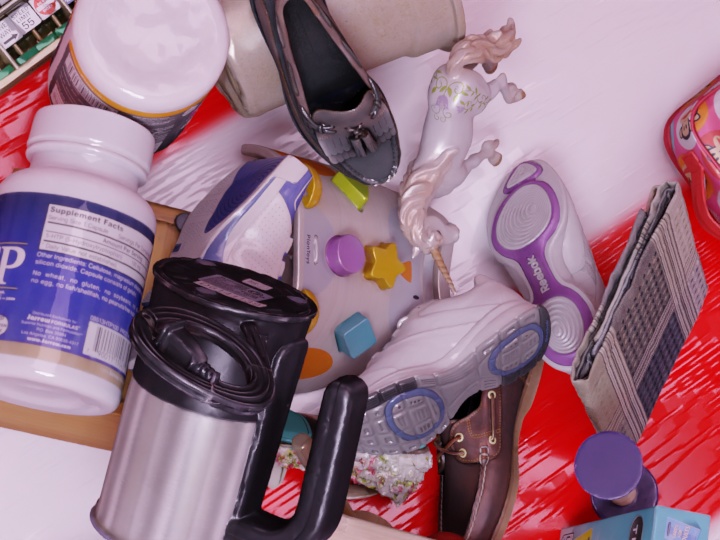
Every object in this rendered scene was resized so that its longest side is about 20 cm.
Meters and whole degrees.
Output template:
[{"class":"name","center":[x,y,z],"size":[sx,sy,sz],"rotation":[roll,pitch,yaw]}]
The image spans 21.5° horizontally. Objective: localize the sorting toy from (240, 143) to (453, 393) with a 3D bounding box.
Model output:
[{"class":"sorting toy","center":[0.000,0.000,1.522],"size":[0.179,0.107,0.201],"rotation":[9,75,-35]}]

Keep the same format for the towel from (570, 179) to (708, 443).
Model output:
[{"class":"towel","center":[0.222,0.045,1.531],"size":[0.034,0.200,0.193],"rotation":[19,70,25]}]

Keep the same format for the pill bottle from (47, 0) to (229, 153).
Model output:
[{"class":"pill bottle","center":[-0.174,-0.150,1.430],"size":[0.116,0.200,0.117],"rotation":[3,77,-16]}]

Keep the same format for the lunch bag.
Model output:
[{"class":"lunch bag","center":[0.362,-0.082,1.644],"size":[0.176,0.082,0.200],"rotation":[-35,90,-20]}]

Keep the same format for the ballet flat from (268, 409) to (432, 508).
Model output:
[{"class":"ballet flat","center":[-0.042,0.145,1.481],"size":[0.199,0.076,0.064],"rotation":[13,108,-9]}]

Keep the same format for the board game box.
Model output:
[{"class":"board game box","center":[0.198,0.267,1.453],"size":[0.047,0.200,0.152],"rotation":[12,74,-12]}]

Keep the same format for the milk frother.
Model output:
[{"class":"milk frother","center":[-0.114,0.107,1.256],"size":[0.199,0.180,0.189],"rotation":[1,109,-49]}]

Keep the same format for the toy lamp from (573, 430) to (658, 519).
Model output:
[{"class":"toy lamp","center":[0.203,0.167,1.482],"size":[0.058,0.200,0.059],"rotation":[-2,76,10]}]

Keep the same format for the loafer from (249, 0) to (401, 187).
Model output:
[{"class":"loafer","center":[-0.025,-0.138,1.422],"size":[0.072,0.063,0.201],"rotation":[-30,120,1]}]

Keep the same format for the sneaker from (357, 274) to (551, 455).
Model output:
[{"class":"sneaker","center":[0.051,0.074,1.478],"size":[0.199,0.075,0.087],"rotation":[-28,44,-19]}]

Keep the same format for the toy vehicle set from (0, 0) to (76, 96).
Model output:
[{"class":"toy vehicle set","center":[-0.283,-0.219,1.504],"size":[0.200,0.027,0.124],"rotation":[-41,92,-21]}]

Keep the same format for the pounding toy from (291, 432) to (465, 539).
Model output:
[{"class":"pounding toy","center":[0.006,0.226,1.412],"size":[0.199,0.184,0.143],"rotation":[18,73,-13]}]

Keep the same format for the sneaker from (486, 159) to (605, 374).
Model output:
[{"class":"sneaker","center":[0.161,0.005,1.578],"size":[0.075,0.100,0.201],"rotation":[-22,62,19]}]

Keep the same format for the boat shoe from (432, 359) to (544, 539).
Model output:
[{"class":"boat shoe","center":[0.090,0.133,1.515],"size":[0.070,0.070,0.201],"rotation":[29,61,-31]}]

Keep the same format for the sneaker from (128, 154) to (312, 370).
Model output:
[{"class":"sneaker","center":[-0.088,0.020,1.420],"size":[0.115,0.080,0.200],"rotation":[42,68,-27]}]

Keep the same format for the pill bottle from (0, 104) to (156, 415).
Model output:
[{"class":"pill bottle","center":[-0.209,-0.008,1.345],"size":[0.119,0.120,0.201],"rotation":[14,73,-14]}]

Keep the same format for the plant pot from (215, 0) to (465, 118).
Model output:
[{"class":"plant pot","center":[-0.046,-0.220,1.507],"size":[0.183,0.200,0.201],"rotation":[-31,88,-9]}]

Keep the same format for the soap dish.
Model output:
[{"class":"soap dish","center":[-0.207,0.029,1.445],"size":[0.156,0.081,0.201],"rotation":[14,73,-14]}]

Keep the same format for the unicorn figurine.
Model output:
[{"class":"unicorn figurine","center":[0.076,-0.098,1.528],"size":[0.137,0.073,0.201],"rotation":[-27,120,-56]}]
